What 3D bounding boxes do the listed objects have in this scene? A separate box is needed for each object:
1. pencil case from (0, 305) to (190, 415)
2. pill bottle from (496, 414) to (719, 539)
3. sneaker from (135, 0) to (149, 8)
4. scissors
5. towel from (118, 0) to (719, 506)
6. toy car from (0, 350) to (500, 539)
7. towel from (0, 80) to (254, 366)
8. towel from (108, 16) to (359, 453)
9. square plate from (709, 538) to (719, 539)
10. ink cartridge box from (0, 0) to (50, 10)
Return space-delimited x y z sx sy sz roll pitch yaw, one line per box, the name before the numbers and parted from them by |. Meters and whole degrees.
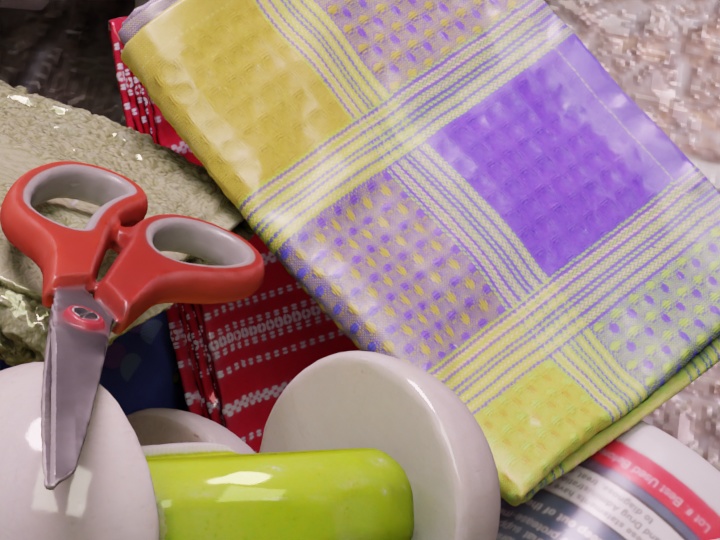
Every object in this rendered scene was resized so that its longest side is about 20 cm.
pencil case | -0.120 0.071 0.817 0.087 0.078 0.200 21 58 15
pill bottle | 0.036 0.147 0.767 0.120 0.120 0.200 39 61 15
sneaker | -0.003 -0.122 0.941 0.088 0.075 0.200 8 19 37
scissors | -0.076 0.009 0.623 0.073 0.014 0.200 25 20 4
towel | 0.031 -0.035 0.781 0.144 0.023 0.200 -33 79 -31
toy car | -0.063 0.106 0.674 0.175 0.200 0.150 1 77 -45
towel | -0.139 -0.033 0.740 0.200 0.037 0.148 22 22 9
towel | 0.000 0.000 0.842 0.145 0.022 0.200 -14 93 -28
square plate | 0.120 0.174 0.737 0.198 0.028 0.200 -5 92 -36
ink cartridge box | -0.187 -0.168 0.788 0.200 0.083 0.145 4 87 -14
